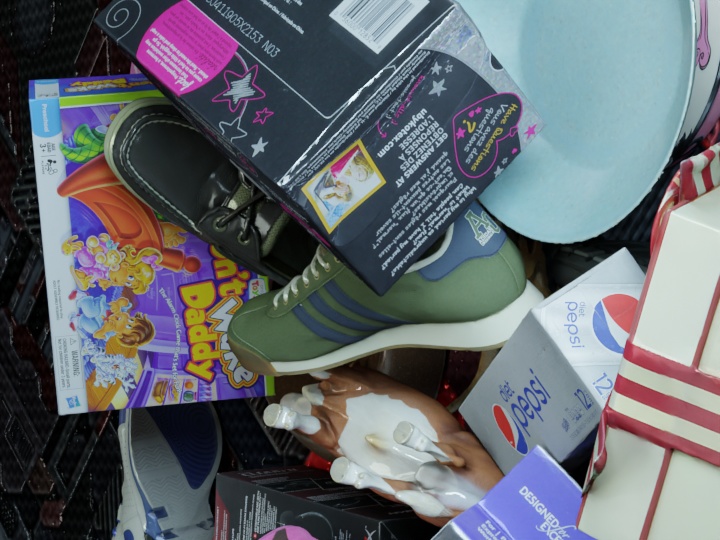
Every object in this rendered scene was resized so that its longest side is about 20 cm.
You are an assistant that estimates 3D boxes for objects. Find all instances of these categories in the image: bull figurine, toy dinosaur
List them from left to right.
[{"bbox_3d":[0.008,0.095,1.408,0.200,0.121,0.065,25,92,43],"label":"bull figurine"},{"bbox_3d":[0.081,0.003,1.403,0.106,0.060,0.200,15,112,58],"label":"toy dinosaur"}]

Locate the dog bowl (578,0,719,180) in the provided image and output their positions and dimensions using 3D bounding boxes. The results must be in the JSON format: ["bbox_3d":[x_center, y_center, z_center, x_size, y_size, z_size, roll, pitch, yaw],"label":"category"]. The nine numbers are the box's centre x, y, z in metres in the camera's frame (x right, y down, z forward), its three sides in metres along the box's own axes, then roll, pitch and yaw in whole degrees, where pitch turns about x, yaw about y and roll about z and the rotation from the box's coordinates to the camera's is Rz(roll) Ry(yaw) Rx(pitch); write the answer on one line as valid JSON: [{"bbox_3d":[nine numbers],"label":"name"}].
[{"bbox_3d":[0.128,-0.135,1.313,0.200,0.074,0.201,3,94,52],"label":"dog bowl"}]

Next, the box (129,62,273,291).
[{"bbox_3d":[-0.106,-0.058,1.555,0.176,0.097,0.200,-114,33,-68],"label":"box"}]

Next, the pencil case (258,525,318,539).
[{"bbox_3d":[-0.002,0.226,1.370,0.200,0.094,0.091,31,140,41],"label":"pencil case"}]

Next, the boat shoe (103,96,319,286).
[{"bbox_3d":[-0.055,-0.035,1.390,0.072,0.201,0.066,-57,27,1],"label":"boat shoe"}]

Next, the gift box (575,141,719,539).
[{"bbox_3d":[0.203,0.048,1.077,0.187,0.200,0.185,23,109,25],"label":"gift box"}]

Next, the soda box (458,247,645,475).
[{"bbox_3d":[0.112,0.059,1.273,0.068,0.063,0.200,55,163,11],"label":"soda box"}]

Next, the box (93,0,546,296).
[{"bbox_3d":[-0.021,-0.104,1.259,0.132,0.115,0.200,-45,47,-3],"label":"box"}]

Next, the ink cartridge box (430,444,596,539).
[{"bbox_3d":[0.088,0.229,1.244,0.198,0.043,0.200,45,98,9],"label":"ink cartridge box"}]

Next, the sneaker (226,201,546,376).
[{"bbox_3d":[0.000,0.000,1.323,0.200,0.067,0.090,-7,125,33],"label":"sneaker"}]

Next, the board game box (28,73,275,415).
[{"bbox_3d":[-0.125,-0.018,1.447,0.045,0.134,0.200,-112,18,-70],"label":"board game box"}]

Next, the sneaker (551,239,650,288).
[{"bbox_3d":[0.169,0.035,1.265,0.200,0.075,0.079,26,114,50],"label":"sneaker"}]

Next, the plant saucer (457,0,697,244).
[{"bbox_3d":[0.114,-0.114,1.240,0.201,0.039,0.201,2,93,53],"label":"plant saucer"}]

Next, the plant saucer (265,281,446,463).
[{"bbox_3d":[-0.018,0.031,1.549,0.200,0.034,0.201,5,97,52],"label":"plant saucer"}]

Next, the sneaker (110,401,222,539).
[{"bbox_3d":[-0.150,0.181,1.693,0.115,0.080,0.200,-22,75,49],"label":"sneaker"}]

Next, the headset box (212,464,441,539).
[{"bbox_3d":[-0.022,0.211,1.527,0.200,0.077,0.149,8,98,54],"label":"headset box"}]

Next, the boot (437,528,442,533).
[{"bbox_3d":[0.126,0.220,1.336,0.200,0.066,0.165,-6,96,56],"label":"boot"}]
